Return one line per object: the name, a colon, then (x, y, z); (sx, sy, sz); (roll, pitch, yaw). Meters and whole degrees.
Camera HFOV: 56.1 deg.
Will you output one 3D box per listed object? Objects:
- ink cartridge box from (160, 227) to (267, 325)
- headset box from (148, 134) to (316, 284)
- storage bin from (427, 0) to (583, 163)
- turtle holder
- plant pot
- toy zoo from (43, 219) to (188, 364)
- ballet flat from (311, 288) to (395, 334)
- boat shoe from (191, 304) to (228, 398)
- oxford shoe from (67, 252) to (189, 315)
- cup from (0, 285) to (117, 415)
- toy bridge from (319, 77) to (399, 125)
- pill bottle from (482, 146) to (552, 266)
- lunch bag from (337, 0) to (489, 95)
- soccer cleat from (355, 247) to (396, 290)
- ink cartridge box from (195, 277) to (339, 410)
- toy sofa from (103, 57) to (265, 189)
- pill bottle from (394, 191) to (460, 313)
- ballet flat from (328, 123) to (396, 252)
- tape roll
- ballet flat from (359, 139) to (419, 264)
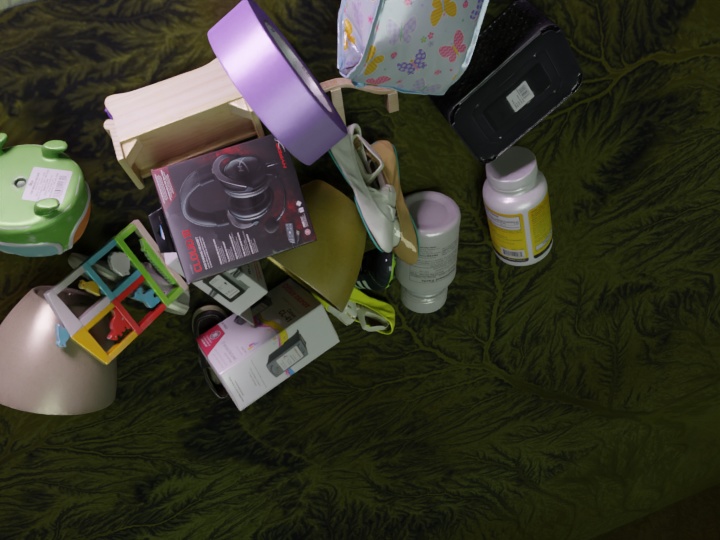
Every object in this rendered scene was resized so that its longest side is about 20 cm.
ink cartridge box: (-0.213, -0.014, 1.043); (0.067, 0.117, 0.200); (-34, 136, 11)
headset box: (-0.175, -0.078, 0.890); (0.196, 0.077, 0.152); (-18, 94, -13)
storage bin: (0.216, -0.280, 1.018); (0.199, 0.095, 0.135); (-39, 134, 14)
turtle holder: (-0.440, -0.077, 0.866); (0.183, 0.142, 0.133); (-21, 154, -18)
plant pot: (-0.067, -0.052, 1.045); (0.143, 0.199, 0.200); (-54, 134, -5)
toy zoo: (-0.359, 0.040, 0.979); (0.200, 0.020, 0.132); (-49, 118, -31)
ballet flat: (-0.007, 0.073, 1.248); (0.198, 0.068, 0.066); (23, 138, -39)
boat shoe: (-0.254, 0.148, 1.208); (0.072, 0.065, 0.203); (-14, 133, -10)
oxford shoe: (-0.352, 0.011, 1.049); (0.198, 0.075, 0.059); (26, 72, -31)
cup: (-0.453, 0.107, 1.010); (0.197, 0.199, 0.146); (11, 99, -32)
toy bridge: (-0.035, -0.242, 0.982); (0.196, 0.027, 0.068); (-19, 134, -9)
pill bottle: (0.274, -0.112, 1.183); (0.111, 0.113, 0.202); (-25, 136, -1)
lunch bag: (0.063, -0.335, 0.876); (0.166, 0.127, 0.203); (-1, 121, -27)
soccer cleat: (0.000, 0.000, 1.127); (0.079, 0.069, 0.200); (5, 172, -19)
ink cartridge box: (-0.156, 0.116, 1.127); (0.198, 0.147, 0.087); (-35, 121, -16)
toy sofa: (-0.233, -0.199, 0.903); (0.197, 0.099, 0.083); (-22, 161, -5)
pill bottle: (0.114, -0.027, 1.185); (0.112, 0.115, 0.203); (-14, 135, -12)
ballet flat: (0.014, -0.127, 1.000); (0.068, 0.203, 0.069); (-26, 173, -3)
tape roll: (-0.099, -0.232, 0.837); (0.065, 0.202, 0.200); (-35, 135, 10)
ballet flat: (0.040, -0.100, 1.065); (0.062, 0.068, 0.204); (-20, 99, -33)
